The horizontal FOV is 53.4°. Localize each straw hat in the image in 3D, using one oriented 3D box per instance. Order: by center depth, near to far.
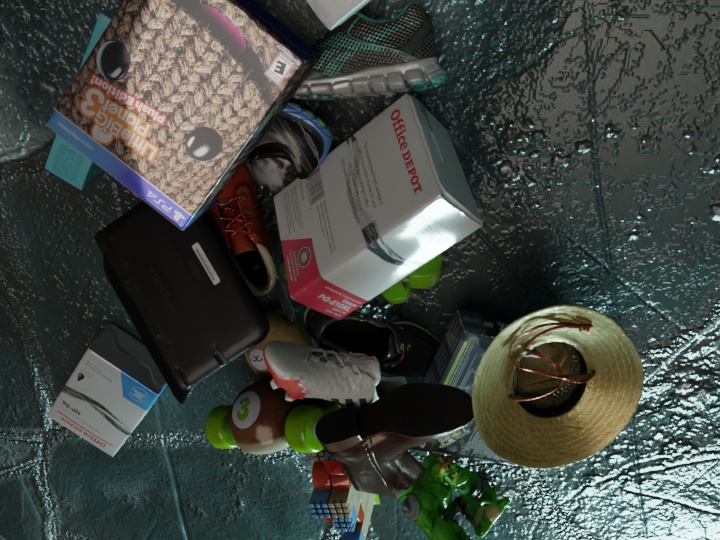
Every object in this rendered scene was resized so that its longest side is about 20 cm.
[{"bbox_3d":[0.202,0.109,0.786,0.200,0.085,0.202,-3,113,-7],"label":"straw hat"}]

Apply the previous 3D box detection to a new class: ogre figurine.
[{"bbox_3d":[0.117,0.307,0.927,0.120,0.200,0.098,40,133,6],"label":"ogre figurine"}]

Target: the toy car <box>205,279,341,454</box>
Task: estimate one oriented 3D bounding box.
[{"bbox_3d":[-0.112,0.112,0.899,0.164,0.158,0.201,-7,102,34],"label":"toy car"}]

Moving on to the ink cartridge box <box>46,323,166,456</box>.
[{"bbox_3d":[-0.366,0.186,1.031,0.116,0.068,0.200,36,120,-8],"label":"ink cartridge box"}]

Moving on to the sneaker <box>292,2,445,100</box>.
[{"bbox_3d":[-0.013,-0.225,0.736,0.199,0.078,0.092,-2,97,14],"label":"sneaker"}]

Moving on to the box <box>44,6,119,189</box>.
[{"bbox_3d":[-0.281,-0.193,0.795,0.049,0.082,0.200,31,121,-8],"label":"box"}]

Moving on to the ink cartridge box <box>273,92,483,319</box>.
[{"bbox_3d":[0.012,-0.064,0.756,0.200,0.145,0.084,-34,141,26],"label":"ink cartridge box"}]

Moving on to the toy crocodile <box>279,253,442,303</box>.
[{"bbox_3d":[0.000,0.000,0.855,0.199,0.062,0.068,-1,154,19],"label":"toy crocodile"}]

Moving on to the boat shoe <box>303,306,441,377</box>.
[{"bbox_3d":[0.025,0.094,0.870,0.201,0.063,0.074,24,106,-26],"label":"boat shoe"}]

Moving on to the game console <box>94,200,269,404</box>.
[{"bbox_3d":[-0.206,0.030,0.817,0.175,0.116,0.201,-33,83,6],"label":"game console"}]

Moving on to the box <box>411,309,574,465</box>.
[{"bbox_3d":[0.160,0.151,0.887,0.160,0.049,0.201,10,123,-15],"label":"box"}]

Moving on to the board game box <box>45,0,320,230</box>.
[{"bbox_3d":[-0.163,-0.172,0.679,0.159,0.097,0.200,38,107,-8],"label":"board game box"}]

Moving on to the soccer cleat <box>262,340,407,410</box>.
[{"bbox_3d":[-0.025,0.117,0.807,0.085,0.069,0.200,-36,133,21],"label":"soccer cleat"}]

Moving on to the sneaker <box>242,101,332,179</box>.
[{"bbox_3d":[-0.130,-0.158,0.762,0.199,0.071,0.083,24,90,0],"label":"sneaker"}]

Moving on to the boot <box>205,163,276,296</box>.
[{"bbox_3d":[-0.144,-0.066,0.813,0.075,0.107,0.201,-23,115,-4],"label":"boot"}]

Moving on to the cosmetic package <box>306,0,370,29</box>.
[{"bbox_3d":[0.018,-0.342,0.598,0.199,0.168,0.167,-30,108,24],"label":"cosmetic package"}]

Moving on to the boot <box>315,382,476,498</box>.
[{"bbox_3d":[0.058,0.212,0.849,0.185,0.065,0.200,-10,141,13],"label":"boot"}]

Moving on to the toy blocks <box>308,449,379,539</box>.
[{"bbox_3d":[-0.026,0.293,0.976,0.099,0.137,0.201,-6,117,15],"label":"toy blocks"}]
